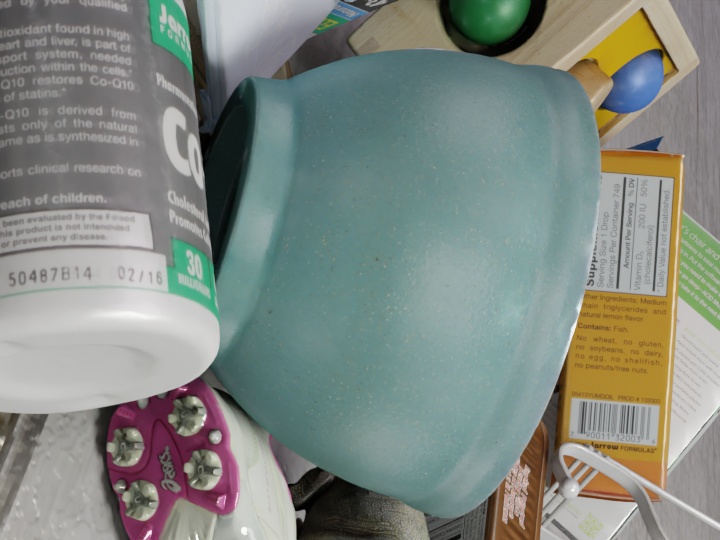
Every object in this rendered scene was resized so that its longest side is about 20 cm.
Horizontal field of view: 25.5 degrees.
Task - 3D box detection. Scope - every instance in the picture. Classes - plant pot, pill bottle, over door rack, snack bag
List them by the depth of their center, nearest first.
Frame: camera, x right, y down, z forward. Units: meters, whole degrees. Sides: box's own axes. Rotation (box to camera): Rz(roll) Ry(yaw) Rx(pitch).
[{"bbox_3d":[-0.118,-0.056,0.609,0.113,0.112,0.201,27,51,-59],"label":"pill bottle"},{"bbox_3d":[-0.005,-0.163,0.670,0.200,0.021,0.189,-51,168,-19],"label":"snack bag"},{"bbox_3d":[-0.004,-0.007,0.677,0.133,0.201,0.201,15,51,-16],"label":"plant pot"},{"bbox_3d":[0.161,0.187,0.896,0.199,0.148,0.067,23,40,-16],"label":"over door rack"}]

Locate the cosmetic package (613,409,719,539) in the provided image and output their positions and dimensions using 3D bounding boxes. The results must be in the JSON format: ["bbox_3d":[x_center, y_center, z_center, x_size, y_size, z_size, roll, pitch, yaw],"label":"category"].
[{"bbox_3d":[0.186,0.086,1.058,0.081,0.200,0.113,37,-5,23],"label":"cosmetic package"}]

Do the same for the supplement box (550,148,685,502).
[{"bbox_3d":[0.151,0.033,0.934,0.067,0.068,0.202,66,31,-80],"label":"supplement box"}]

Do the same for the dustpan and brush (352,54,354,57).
[{"bbox_3d":[0.000,0.000,0.871,0.140,0.057,0.201,92,-19,-81],"label":"dustpan and brush"}]

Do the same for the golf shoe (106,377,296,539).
[{"bbox_3d":[-0.049,0.143,0.682,0.091,0.075,0.201,19,58,-65],"label":"golf shoe"}]

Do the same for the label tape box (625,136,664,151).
[{"bbox_3d":[0.146,-0.027,1.132,0.064,0.143,0.200,68,24,-6],"label":"label tape box"}]

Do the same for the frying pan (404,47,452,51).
[{"bbox_3d":[-0.006,-0.030,0.789,0.115,0.190,0.031,40,3,-40],"label":"frying pan"}]

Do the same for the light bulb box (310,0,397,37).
[{"bbox_3d":[-0.066,-0.241,0.836,0.198,0.124,0.201,4,69,-65],"label":"light bulb box"}]

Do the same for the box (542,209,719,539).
[{"bbox_3d":[0.153,0.054,0.982,0.144,0.200,0.036,41,-4,5],"label":"box"}]

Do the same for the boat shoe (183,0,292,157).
[{"bbox_3d":[-0.059,-0.061,0.808,0.072,0.065,0.201,-116,-170,-49],"label":"boat shoe"}]

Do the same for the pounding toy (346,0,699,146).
[{"bbox_3d":[0.095,-0.110,0.929,0.142,0.184,0.200,54,10,20],"label":"pounding toy"}]

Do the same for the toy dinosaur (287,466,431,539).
[{"bbox_3d":[-0.004,0.133,0.747,0.077,0.102,0.201,58,27,-30],"label":"toy dinosaur"}]

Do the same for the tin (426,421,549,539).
[{"bbox_3d":[0.040,0.136,0.834,0.042,0.112,0.201,43,33,-22],"label":"tin"}]
